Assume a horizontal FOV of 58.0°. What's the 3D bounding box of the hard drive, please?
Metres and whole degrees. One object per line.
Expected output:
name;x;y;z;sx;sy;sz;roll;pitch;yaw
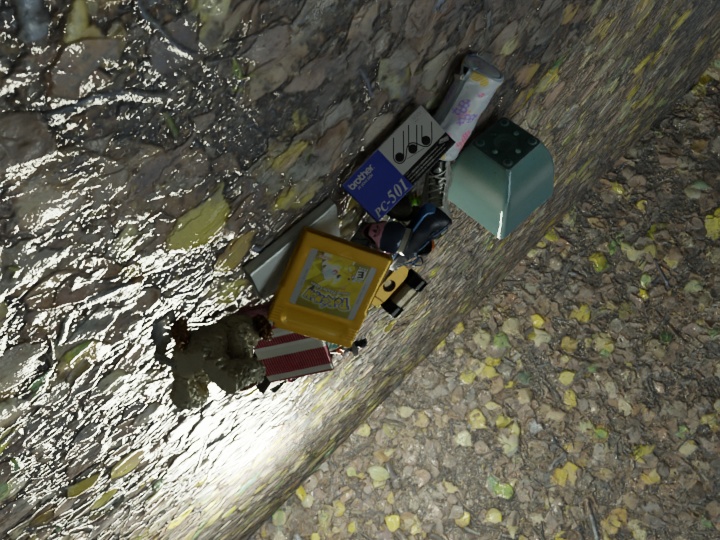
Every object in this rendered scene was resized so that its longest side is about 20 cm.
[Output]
hard drive;-0.122;-0.036;1.203;0.200;0.026;0.132;-42;162;-15

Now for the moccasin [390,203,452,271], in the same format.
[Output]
moccasin;0.111;-0.049;1.277;0.200;0.068;0.081;-50;-163;56

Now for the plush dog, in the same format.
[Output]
plush dog;-0.250;0.137;1.158;0.200;0.161;0.172;-24;-174;28

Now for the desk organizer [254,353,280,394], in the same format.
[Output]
desk organizer;-0.180;0.181;1.470;0.077;0.072;0.200;-24;152;-54

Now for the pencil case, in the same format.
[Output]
pencil case;0.187;-0.302;1.221;0.091;0.083;0.200;-30;157;-45

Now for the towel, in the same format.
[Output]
towel;-0.142;0.135;1.274;0.144;0.023;0.200;-12;127;6

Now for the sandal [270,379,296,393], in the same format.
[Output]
sandal;-0.165;0.251;1.691;0.200;0.045;0.075;-48;162;8

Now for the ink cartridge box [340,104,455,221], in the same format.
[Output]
ink cartridge box;0.067;-0.191;1.167;0.200;0.094;0.044;-45;-171;0

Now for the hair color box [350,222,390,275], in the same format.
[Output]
hair color box;0.000;0.000;1.337;0.200;0.060;0.100;-55;132;-35

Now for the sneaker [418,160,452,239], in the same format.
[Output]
sneaker;0.150;-0.171;1.357;0.115;0.075;0.201;69;27;-58

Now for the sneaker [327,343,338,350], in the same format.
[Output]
sneaker;-0.092;0.096;1.365;0.080;0.077;0.200;-29;122;-14

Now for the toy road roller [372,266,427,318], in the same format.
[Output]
toy road roller;0.051;0.010;1.583;0.200;0.146;0.123;36;101;-34

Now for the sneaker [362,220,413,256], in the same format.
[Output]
sneaker;0.042;-0.068;1.237;0.200;0.082;0.070;171;-62;-81

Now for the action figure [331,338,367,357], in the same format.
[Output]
action figure;-0.071;0.166;1.563;0.199;0.105;0.193;-14;-172;-21

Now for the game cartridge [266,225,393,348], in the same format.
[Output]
game cartridge;-0.058;0.036;1.185;0.032;0.176;0.200;-114;-136;-63

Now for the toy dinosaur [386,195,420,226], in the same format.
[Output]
toy dinosaur;0.068;-0.135;1.286;0.077;0.102;0.200;-49;163;9

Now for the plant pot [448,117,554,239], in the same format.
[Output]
plant pot;0.333;-0.240;1.532;0.196;0.196;0.200;-40;153;-16

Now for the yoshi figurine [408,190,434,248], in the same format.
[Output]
yoshi figurine;0.127;-0.096;1.503;0.112;0.112;0.200;-36;158;-9
